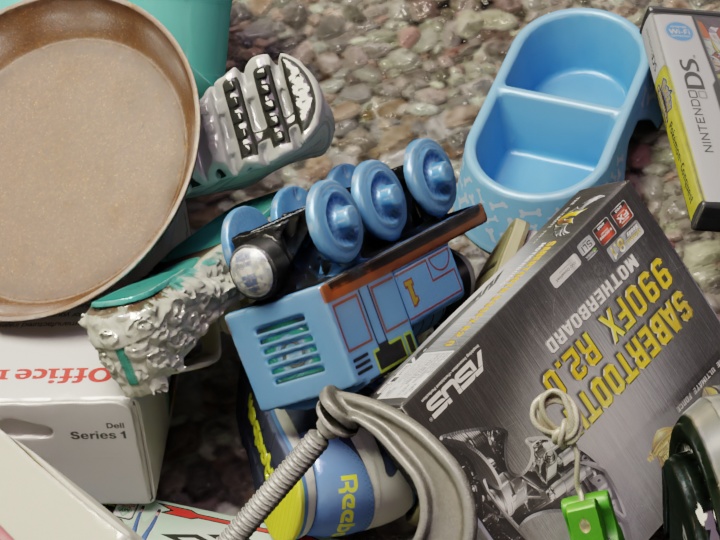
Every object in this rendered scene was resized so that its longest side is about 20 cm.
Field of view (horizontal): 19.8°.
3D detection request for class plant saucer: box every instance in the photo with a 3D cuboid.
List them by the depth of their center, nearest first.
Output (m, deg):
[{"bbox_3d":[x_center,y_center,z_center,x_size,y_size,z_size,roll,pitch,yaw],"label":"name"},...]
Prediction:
[{"bbox_3d":[-0.176,-0.062,1.176,0.200,0.034,0.201,-8,67,20],"label":"plant saucer"}]

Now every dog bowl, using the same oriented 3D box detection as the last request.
[{"bbox_3d":[0.129,-0.093,1.331,0.111,0.050,0.200,13,52,17],"label":"dog bowl"}]

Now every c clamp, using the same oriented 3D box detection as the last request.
[{"bbox_3d":[-0.037,0.136,1.058,0.200,0.027,0.171,-44,64,19],"label":"c clamp"}]

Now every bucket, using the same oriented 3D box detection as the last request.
[{"bbox_3d":[-0.173,-0.160,1.314,0.206,0.135,0.207,0,4,0],"label":"bucket"}]

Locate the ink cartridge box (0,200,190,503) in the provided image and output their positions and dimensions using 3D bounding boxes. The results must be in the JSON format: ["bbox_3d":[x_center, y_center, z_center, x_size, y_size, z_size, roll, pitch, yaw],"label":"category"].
[{"bbox_3d":[-0.181,0.041,1.206,0.144,0.084,0.200,-1,38,5],"label":"ink cartridge box"}]

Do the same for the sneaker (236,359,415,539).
[{"bbox_3d":[-0.025,0.080,1.182,0.082,0.074,0.200,-1,39,-14],"label":"sneaker"}]

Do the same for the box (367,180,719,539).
[{"bbox_3d":[0.114,0.073,1.120,0.200,0.159,0.048,-42,16,-27],"label":"box"}]

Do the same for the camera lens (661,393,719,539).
[{"bbox_3d":[0.260,0.130,1.044,0.199,0.160,0.160,-10,48,-2],"label":"camera lens"}]

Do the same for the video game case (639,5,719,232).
[{"bbox_3d":[0.287,-0.092,1.296,0.199,0.026,0.181,3,47,-11],"label":"video game case"}]

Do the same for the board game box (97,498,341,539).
[{"bbox_3d":[-0.102,0.192,1.121,0.199,0.029,0.135,10,50,15],"label":"board game box"}]

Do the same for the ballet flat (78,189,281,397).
[{"bbox_3d":[-0.089,0.016,1.151,0.072,0.072,0.200,17,28,21],"label":"ballet flat"}]

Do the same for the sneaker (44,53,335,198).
[{"bbox_3d":[-0.108,-0.067,1.220,0.199,0.081,0.075,-12,78,13],"label":"sneaker"}]

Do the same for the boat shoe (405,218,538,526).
[{"bbox_3d":[0.084,0.066,1.184,0.068,0.075,0.201,21,64,-5],"label":"boat shoe"}]

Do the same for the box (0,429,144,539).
[{"bbox_3d":[-0.183,0.201,1.017,0.109,0.128,0.200,34,79,32],"label":"box"}]

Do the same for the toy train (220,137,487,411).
[{"bbox_3d":[0.000,0.000,1.145,0.086,0.115,0.200,-15,6,34],"label":"toy train"}]

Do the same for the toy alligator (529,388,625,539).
[{"bbox_3d":[0.127,0.158,1.066,0.059,0.054,0.201,-15,86,14],"label":"toy alligator"}]
